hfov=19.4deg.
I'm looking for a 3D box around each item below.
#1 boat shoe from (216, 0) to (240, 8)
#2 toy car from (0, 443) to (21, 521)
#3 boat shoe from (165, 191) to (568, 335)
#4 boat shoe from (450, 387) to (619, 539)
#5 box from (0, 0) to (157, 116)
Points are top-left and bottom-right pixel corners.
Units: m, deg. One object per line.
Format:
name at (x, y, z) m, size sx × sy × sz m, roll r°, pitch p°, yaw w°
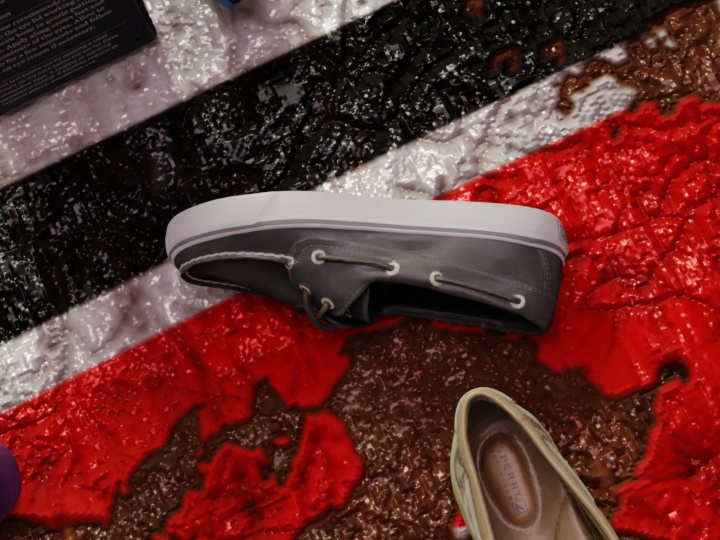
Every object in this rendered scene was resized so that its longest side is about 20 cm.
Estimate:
boat shoe at (-0.095, -0.233, 1.140) m, size 0.069 × 0.084 × 0.200 m, roll -32°, pitch 65°, yaw 11°
toy car at (-0.238, 0.104, 0.998) m, size 0.150 × 0.175 × 0.200 m, roll -12°, pitch 57°, yaw -34°
boat shoe at (0.000, 0.000, 1.023) m, size 0.200 × 0.069 × 0.057 m, roll 1°, pitch 67°, yaw 11°
boat shoe at (0.091, 0.145, 0.937) m, size 0.073 × 0.063 × 0.200 m, roll -30°, pitch 64°, yaw -2°
box at (-0.200, -0.198, 1.084) m, size 0.104 × 0.200 × 0.148 m, roll -26°, pitch 63°, yaw 1°
